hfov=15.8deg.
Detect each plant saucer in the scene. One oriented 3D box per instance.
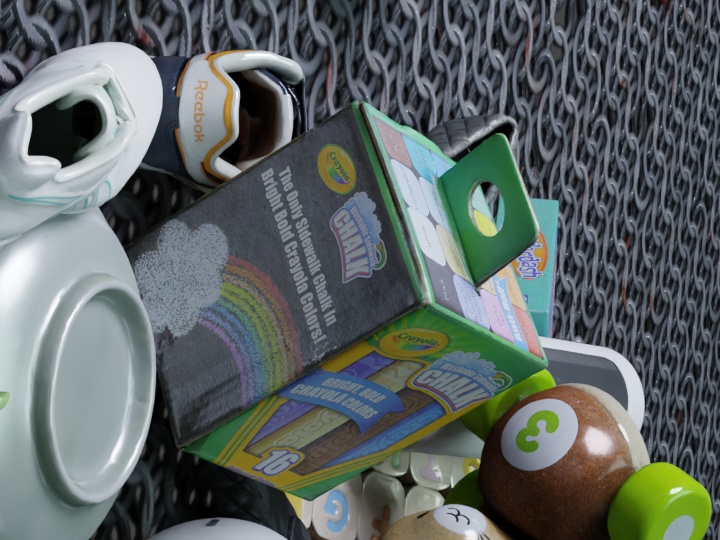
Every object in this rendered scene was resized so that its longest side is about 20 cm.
[{"bbox_3d":[-0.141,0.055,1.214,0.200,0.050,0.201,5,90,-67],"label":"plant saucer"}]

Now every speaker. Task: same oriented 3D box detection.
[{"bbox_3d":[0.082,0.076,1.565,0.199,0.081,0.082,11,84,-47],"label":"speaker"}]

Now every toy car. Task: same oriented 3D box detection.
[{"bbox_3d":[0.058,0.152,1.408,0.199,0.164,0.159,-13,124,-34],"label":"toy car"}]

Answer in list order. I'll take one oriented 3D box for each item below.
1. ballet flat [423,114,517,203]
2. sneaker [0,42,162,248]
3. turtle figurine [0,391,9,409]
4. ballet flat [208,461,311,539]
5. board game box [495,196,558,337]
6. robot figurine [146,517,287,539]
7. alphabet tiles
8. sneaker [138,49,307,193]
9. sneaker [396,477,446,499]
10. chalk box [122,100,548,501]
[{"bbox_3d":[0.049,-0.040,1.612,0.066,0.057,0.200,47,36,-18],"label":"ballet flat"},{"bbox_3d":[-0.128,-0.060,1.160,0.071,0.080,0.200,58,29,-8],"label":"sneaker"},{"bbox_3d":[-0.162,0.144,1.066,0.144,0.199,0.195,-167,-104,-78],"label":"turtle figurine"},{"bbox_3d":[-0.074,0.105,1.398,0.067,0.056,0.201,-75,153,-56],"label":"ballet flat"},{"bbox_3d":[0.105,0.074,1.747,0.152,0.045,0.201,-77,169,-59],"label":"board game box"},{"bbox_3d":[-0.068,0.221,1.336,0.124,0.150,0.201,-28,130,-20],"label":"robot figurine"},{"bbox_3d":[0.012,0.122,1.546,0.200,0.015,0.197,23,69,-45],"label":"alphabet tiles"},{"bbox_3d":[-0.060,-0.076,1.350,0.200,0.079,0.079,-10,103,-69],"label":"sneaker"},{"bbox_3d":[0.024,0.168,1.629,0.075,0.076,0.201,-10,88,-34],"label":"sneaker"},{"bbox_3d":[0.005,0.008,1.295,0.124,0.199,0.125,29,37,-54],"label":"chalk box"}]
